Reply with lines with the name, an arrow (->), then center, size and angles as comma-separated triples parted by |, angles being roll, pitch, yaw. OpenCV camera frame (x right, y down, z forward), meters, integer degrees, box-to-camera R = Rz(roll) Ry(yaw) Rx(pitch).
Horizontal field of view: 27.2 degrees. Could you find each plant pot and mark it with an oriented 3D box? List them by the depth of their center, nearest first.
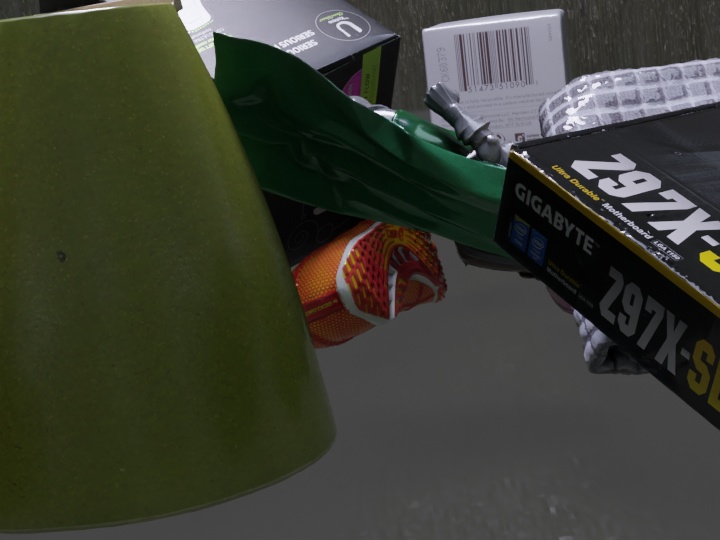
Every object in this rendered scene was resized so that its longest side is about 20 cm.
plant pot -> -0.116, -0.012, 0.655 | 0.186, 0.201, 0.187 | -7, 10, 1

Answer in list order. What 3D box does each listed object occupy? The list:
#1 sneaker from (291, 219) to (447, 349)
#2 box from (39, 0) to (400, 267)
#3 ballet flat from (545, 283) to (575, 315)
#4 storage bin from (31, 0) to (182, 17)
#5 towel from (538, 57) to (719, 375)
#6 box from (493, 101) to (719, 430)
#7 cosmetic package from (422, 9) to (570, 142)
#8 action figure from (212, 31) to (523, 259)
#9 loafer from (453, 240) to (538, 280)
sneaker -> 0.000, 0.000, 0.905 | 0.077, 0.073, 0.200 | -21, -1, 22
box -> -0.092, -0.110, 0.922 | 0.124, 0.149, 0.200 | -28, 51, -33
ballet flat -> 0.200, -0.007, 0.834 | 0.199, 0.069, 0.071 | -7, -16, 0
storage bin -> -0.166, -0.047, 0.863 | 0.094, 0.201, 0.198 | -26, 19, -36
towel -> 0.195, -0.035, 0.737 | 0.199, 0.086, 0.166 | -6, 39, -1
box -> 0.172, 0.002, 0.573 | 0.159, 0.049, 0.200 | -15, 39, -29
cosmetic package -> 0.171, -0.223, 1.801 | 0.164, 0.166, 0.200 | -5, 10, 10
action figure -> 0.032, -0.047, 0.680 | 0.199, 0.055, 0.118 | 21, -25, 13
loafer -> 0.159, -0.021, 0.977 | 0.199, 0.063, 0.072 | -9, 51, -2
